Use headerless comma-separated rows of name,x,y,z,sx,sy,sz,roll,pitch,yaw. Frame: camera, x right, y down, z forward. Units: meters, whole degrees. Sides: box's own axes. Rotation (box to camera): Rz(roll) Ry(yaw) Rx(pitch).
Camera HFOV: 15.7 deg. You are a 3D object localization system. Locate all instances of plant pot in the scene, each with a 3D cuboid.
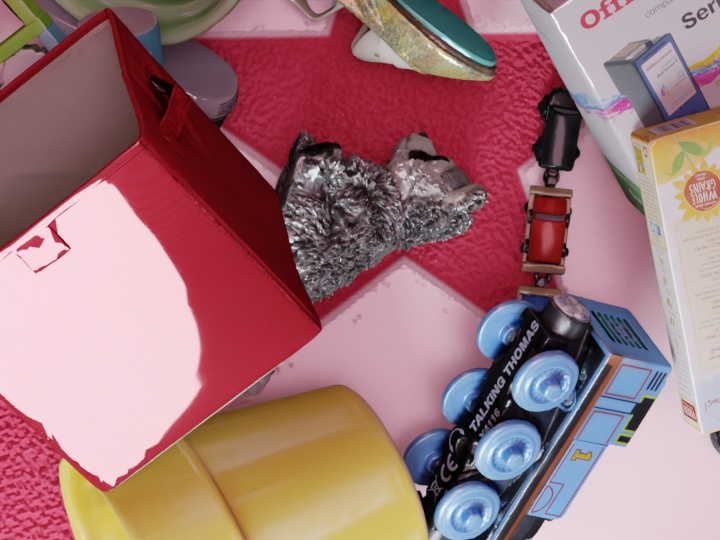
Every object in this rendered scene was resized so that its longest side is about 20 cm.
plant pot,-0.067,0.170,1.672,0.188,0.201,0.201,-24,92,-17

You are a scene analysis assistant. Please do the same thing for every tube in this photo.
tube,-0.147,-0.067,1.668,0.077,0.050,0.201,3,118,9

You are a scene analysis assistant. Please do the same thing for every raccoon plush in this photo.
raccoon plush,0.000,0.000,1.716,0.134,0.097,0.201,18,91,-8

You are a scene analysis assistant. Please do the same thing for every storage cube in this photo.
storage cube,-0.152,-0.013,1.573,0.200,0.171,0.180,-36,123,10

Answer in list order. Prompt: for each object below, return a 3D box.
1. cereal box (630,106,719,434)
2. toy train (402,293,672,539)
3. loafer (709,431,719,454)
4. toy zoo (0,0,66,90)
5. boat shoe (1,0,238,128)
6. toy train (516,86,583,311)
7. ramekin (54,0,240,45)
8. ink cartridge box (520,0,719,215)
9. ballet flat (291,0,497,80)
cereal box,0.260,-0.009,1.673,0.143,0.040,0.201,-15,106,-12
toy train,0.111,0.105,1.704,0.114,0.087,0.200,14,117,-32
loafer,0.293,0.039,1.744,0.072,0.063,0.201,21,90,-4
toy zoo,-0.216,-0.083,1.702,0.131,0.020,0.200,-34,105,18
boat shoe,-0.172,-0.149,1.716,0.200,0.069,0.057,35,133,9
toy train,0.125,-0.023,1.743,0.034,0.046,0.201,7,91,-3
ramekin,-0.125,-0.253,1.657,0.199,0.098,0.201,14,120,26
ink cartridge box,0.206,-0.143,1.685,0.145,0.088,0.200,-33,119,-2
ballet flat,0.000,-0.179,1.729,0.200,0.071,0.071,40,89,-4
